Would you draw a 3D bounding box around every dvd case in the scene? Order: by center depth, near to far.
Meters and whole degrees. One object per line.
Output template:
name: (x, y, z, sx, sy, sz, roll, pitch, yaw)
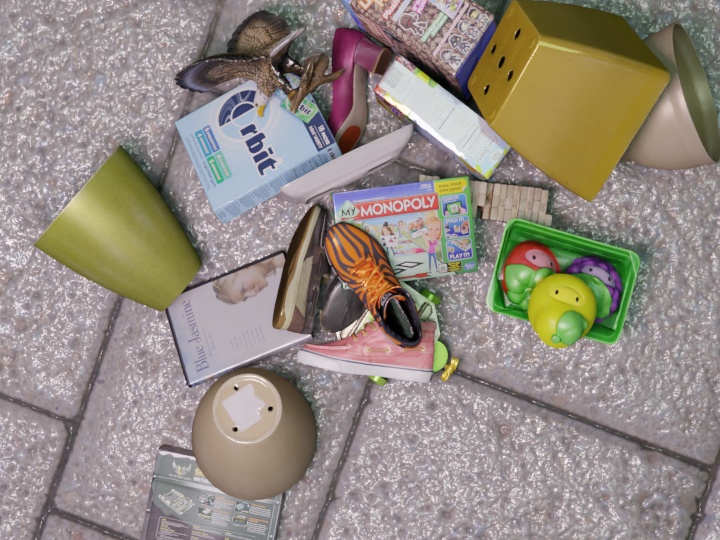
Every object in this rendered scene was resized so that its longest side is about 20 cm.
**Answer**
dvd case: (-0.180, 0.069, 1.738, 0.197, 0.018, 0.144, -22, 69, 1)

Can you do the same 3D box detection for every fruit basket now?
fruit basket: (0.281, 0.026, 1.661, 0.212, 0.216, 0.158, 15, 92, 1)

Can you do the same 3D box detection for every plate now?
plate: (-0.018, -0.139, 1.656, 0.198, 0.200, 0.033, -26, 91, -3)

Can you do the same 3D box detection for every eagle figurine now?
eagle figurine: (-0.147, -0.287, 1.659, 0.198, 0.151, 0.153, 28, 96, 20)

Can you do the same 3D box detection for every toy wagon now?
toy wagon: (0.055, 0.092, 1.748, 0.199, 0.040, 0.156, 35, 92, 0)

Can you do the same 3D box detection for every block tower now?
block tower: (0.179, -0.101, 1.732, 0.196, 0.054, 0.059, 8, 92, 1)

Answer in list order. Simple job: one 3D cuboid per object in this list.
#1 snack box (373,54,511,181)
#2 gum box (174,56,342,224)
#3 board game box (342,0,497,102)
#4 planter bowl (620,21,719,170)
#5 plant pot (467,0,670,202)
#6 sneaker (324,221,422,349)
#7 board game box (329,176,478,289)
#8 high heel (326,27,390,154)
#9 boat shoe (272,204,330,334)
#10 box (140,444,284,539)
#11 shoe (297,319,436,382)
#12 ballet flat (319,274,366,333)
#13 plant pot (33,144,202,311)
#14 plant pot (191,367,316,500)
snack box: (0.115, -0.210, 1.674, 0.199, 0.169, 0.068, 36, 94, 1)
gum box: (-0.148, -0.188, 1.708, 0.198, 0.045, 0.171, -28, 63, 2)
board game box: (0.088, -0.346, 1.659, 0.199, 0.159, 0.097, 37, 92, 12)
planter bowl: (0.410, -0.227, 1.669, 0.133, 0.200, 0.203, -17, 91, 28)
plant pot: (0.259, -0.248, 1.589, 0.174, 0.201, 0.202, 19, 118, -21)
sneaker: (0.026, 0.018, 1.606, 0.077, 0.112, 0.201, -39, 93, -3)
board game box: (0.062, -0.054, 1.681, 0.196, 0.029, 0.137, -8, 96, -8)
high heel: (-0.032, -0.251, 1.744, 0.095, 0.067, 0.202, 30, 96, 29)
boat shoe: (-0.076, 0.002, 1.715, 0.064, 0.073, 0.203, 23, 64, -16)
box: (-0.217, 0.357, 1.757, 0.196, 0.048, 0.161, 11, 90, 1)
shoe: (0.011, 0.101, 1.698, 0.196, 0.071, 0.093, 8, 90, -4)
ballet flat: (0.000, 0.000, 1.719, 0.066, 0.057, 0.202, 29, 89, -16)
plant pot: (-0.330, -0.042, 1.699, 0.200, 0.187, 0.187, 42, 92, -13)
plant pot: (-0.153, 0.211, 1.651, 0.184, 0.200, 0.191, 0, 73, -2)
